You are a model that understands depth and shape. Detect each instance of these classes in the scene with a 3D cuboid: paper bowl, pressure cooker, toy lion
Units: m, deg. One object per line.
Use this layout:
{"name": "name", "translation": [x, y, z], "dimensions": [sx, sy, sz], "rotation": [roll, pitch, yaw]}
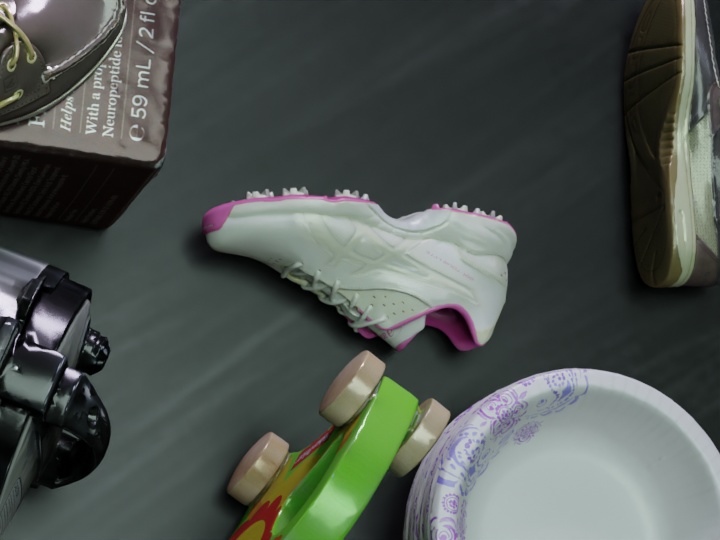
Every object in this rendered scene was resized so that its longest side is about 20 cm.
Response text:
{"name": "paper bowl", "translation": [0.123, 0.165, 1.690], "dimensions": [0.201, 0.104, 0.201], "rotation": [4, 76, -16]}
{"name": "pressure cooker", "translation": [-0.234, 0.062, 1.555], "dimensions": [0.200, 0.176, 0.179], "rotation": [21, 113, -1]}
{"name": "toy lion", "translation": [-0.051, 0.162, 1.596], "dimensions": [0.069, 0.200, 0.192], "rotation": [37, 51, -8]}

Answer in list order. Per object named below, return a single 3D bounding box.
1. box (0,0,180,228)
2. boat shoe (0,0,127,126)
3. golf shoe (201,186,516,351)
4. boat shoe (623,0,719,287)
{"name": "box", "translation": [-0.218, -0.131, 1.621], "dimensions": [0.200, 0.164, 0.166], "rotation": [7, 77, -15]}
{"name": "boat shoe", "translation": [-0.210, -0.112, 1.500], "dimensions": [0.200, 0.060, 0.072], "rotation": [-26, 87, -19]}
{"name": "golf shoe", "translation": [0.000, 0.000, 1.708], "dimensions": [0.200, 0.075, 0.092], "rotation": [6, 79, -14]}
{"name": "boat shoe", "translation": [0.213, -0.085, 1.796], "dimensions": [0.066, 0.072, 0.201], "rotation": [7, 77, -25]}
